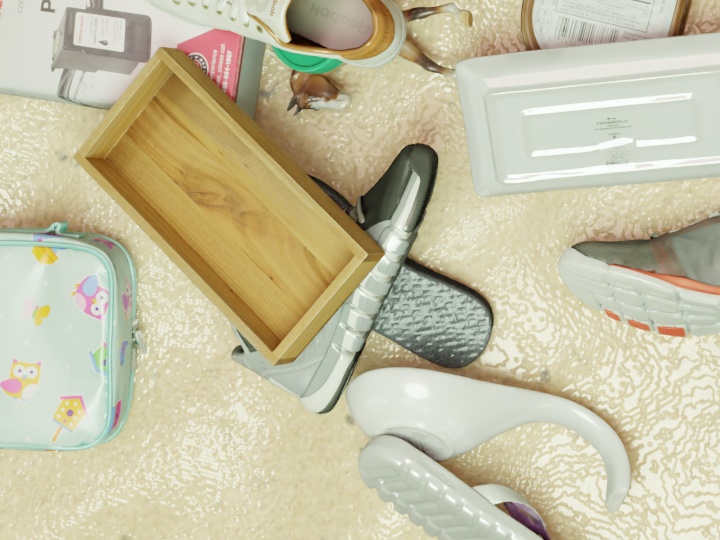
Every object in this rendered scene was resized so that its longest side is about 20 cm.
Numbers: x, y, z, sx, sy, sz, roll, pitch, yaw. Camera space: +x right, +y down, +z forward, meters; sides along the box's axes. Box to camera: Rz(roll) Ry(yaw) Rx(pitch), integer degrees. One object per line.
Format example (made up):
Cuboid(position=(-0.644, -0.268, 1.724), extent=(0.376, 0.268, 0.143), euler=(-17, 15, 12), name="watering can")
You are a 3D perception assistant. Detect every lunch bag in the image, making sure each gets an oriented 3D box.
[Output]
Cuboid(position=(-0.250, 0.044, 1.590), extent=(0.199, 0.077, 0.161), euler=(3, 90, 10), name="lunch bag")

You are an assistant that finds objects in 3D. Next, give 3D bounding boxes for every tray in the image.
Cuboid(position=(-0.087, -0.043, 1.484), extent=(0.200, 0.037, 0.099), euler=(45, 107, 16), name="tray")
Cuboid(position=(0.168, -0.099, 1.515), extent=(0.199, 0.022, 0.108), euler=(-5, 121, 10), name="tray")

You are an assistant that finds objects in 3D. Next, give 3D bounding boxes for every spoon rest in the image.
Cuboid(position=(0.087, 0.106, 1.535), extent=(0.200, 0.099, 0.061), euler=(17, 59, 0), name="spoon rest")

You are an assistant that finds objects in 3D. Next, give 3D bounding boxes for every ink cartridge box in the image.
Cuboid(position=(-0.167, -0.183, 1.566), extent=(0.199, 0.083, 0.146), euler=(9, 93, 9), name="ink cartridge box")

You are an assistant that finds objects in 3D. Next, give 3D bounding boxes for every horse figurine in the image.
Cuboid(position=(0.017, -0.205, 1.545), extent=(0.132, 0.050, 0.201), euler=(3, 98, 23), name="horse figurine")

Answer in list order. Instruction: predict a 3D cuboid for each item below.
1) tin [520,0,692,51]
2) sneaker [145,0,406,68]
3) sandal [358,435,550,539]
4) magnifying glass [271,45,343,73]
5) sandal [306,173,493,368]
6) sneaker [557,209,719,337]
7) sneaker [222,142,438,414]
Cuboid(position=(0.175, -0.213, 1.529), extent=(0.112, 0.042, 0.201), euler=(14, 94, 5), name="tin")
Cuboid(position=(-0.068, -0.186, 1.467), extent=(0.200, 0.085, 0.073), euler=(17, 95, 8), name="sneaker")
Cuboid(position=(0.091, 0.169, 1.529), extent=(0.203, 0.082, 0.050), euler=(39, 58, -9), name="sandal")
Cuboid(position=(-0.032, -0.234, 1.535), extent=(0.079, 0.022, 0.201), euler=(-2, 89, 40), name="magnifying glass")
Cuboid(position=(0.000, 0.001, 1.568), extent=(0.200, 0.043, 0.076), euler=(36, 104, -2), name="sandal")
Cuboid(position=(0.234, -0.004, 1.518), extent=(0.199, 0.077, 0.082), euler=(9, 66, 9), name="sneaker")
Cuboid(position=(-0.032, -0.010, 1.510), extent=(0.115, 0.075, 0.200), euler=(25, 105, 3), name="sneaker")
